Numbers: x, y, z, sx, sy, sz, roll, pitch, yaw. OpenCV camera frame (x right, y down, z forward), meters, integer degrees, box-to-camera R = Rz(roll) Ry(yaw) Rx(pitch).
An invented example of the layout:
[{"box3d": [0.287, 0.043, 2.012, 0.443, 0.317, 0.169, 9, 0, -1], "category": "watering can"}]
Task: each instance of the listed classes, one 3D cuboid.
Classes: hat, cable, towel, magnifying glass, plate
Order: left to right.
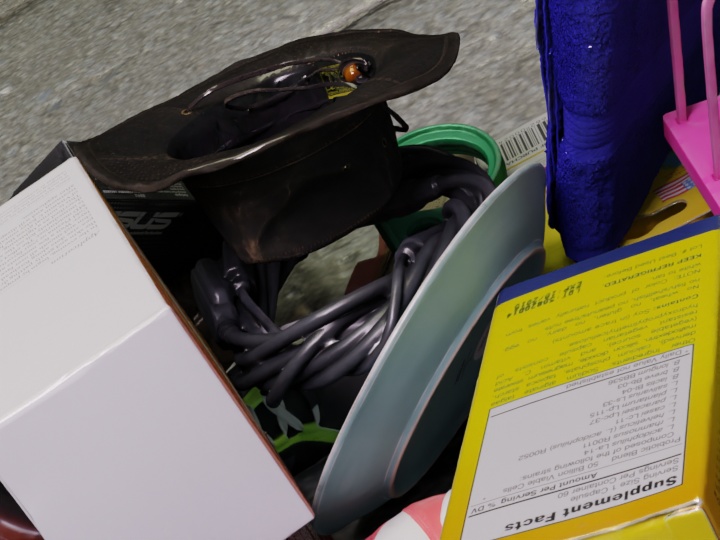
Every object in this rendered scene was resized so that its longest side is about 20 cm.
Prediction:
[{"box3d": [-0.037, -0.053, 0.995, 0.199, 0.081, 0.201, -14, 19, 5], "category": "hat"}, {"box3d": [0.000, 0.000, 1.007, 0.162, 0.051, 0.200, -27, 21, -6], "category": "cable"}, {"box3d": [0.034, -0.014, 1.072, 0.079, 0.022, 0.201, -7, 39, 14], "category": "magnifying glass"}, {"box3d": [0.041, 0.042, 0.946, 0.025, 0.201, 0.200, 31, 53, 14], "category": "plate"}, {"box3d": [0.126, -0.120, 0.965, 0.049, 0.201, 0.148, 21, 51, 24], "category": "towel"}]

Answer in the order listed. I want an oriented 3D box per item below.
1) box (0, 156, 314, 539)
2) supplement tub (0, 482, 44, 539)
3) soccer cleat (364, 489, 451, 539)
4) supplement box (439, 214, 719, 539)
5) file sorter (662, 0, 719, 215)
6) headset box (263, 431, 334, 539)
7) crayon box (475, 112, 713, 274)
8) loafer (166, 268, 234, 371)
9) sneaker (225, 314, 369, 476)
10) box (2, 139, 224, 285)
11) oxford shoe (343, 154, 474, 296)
[{"box3d": [-0.116, 0.051, 0.911, 0.097, 0.125, 0.200, -34, 28, -3], "category": "box"}, {"box3d": [-0.236, 0.156, 1.029, 0.200, 0.107, 0.107, -47, 18, 21], "category": "supplement tub"}, {"box3d": [0.019, 0.160, 0.826, 0.073, 0.068, 0.200, -22, 21, 21], "category": "soccer cleat"}, {"box3d": [0.111, 0.086, 0.809, 0.108, 0.110, 0.200, -19, 25, 23], "category": "supplement box"}, {"box3d": [0.224, -0.070, 0.869, 0.138, 0.126, 0.200, -18, 41, -4], "category": "file sorter"}, {"box3d": [-0.082, 0.169, 0.909, 0.148, 0.077, 0.200, -28, 25, 6], "category": "headset box"}, {"box3d": [0.139, -0.038, 1.089, 0.126, 0.051, 0.200, -27, 24, 7], "category": "crayon box"}, {"box3d": [-0.131, 0.090, 1.137, 0.200, 0.067, 0.076, -45, 31, 6], "category": "loafer"}, {"box3d": [-0.068, 0.098, 1.033, 0.200, 0.072, 0.083, -36, 12, 8], "category": "sneaker"}, {"box3d": [-0.149, 0.006, 1.141, 0.193, 0.048, 0.200, -40, -20, 26], "category": "box"}, {"box3d": [0.048, -0.010, 1.135, 0.073, 0.071, 0.201, -5, 39, 20], "category": "oxford shoe"}]
